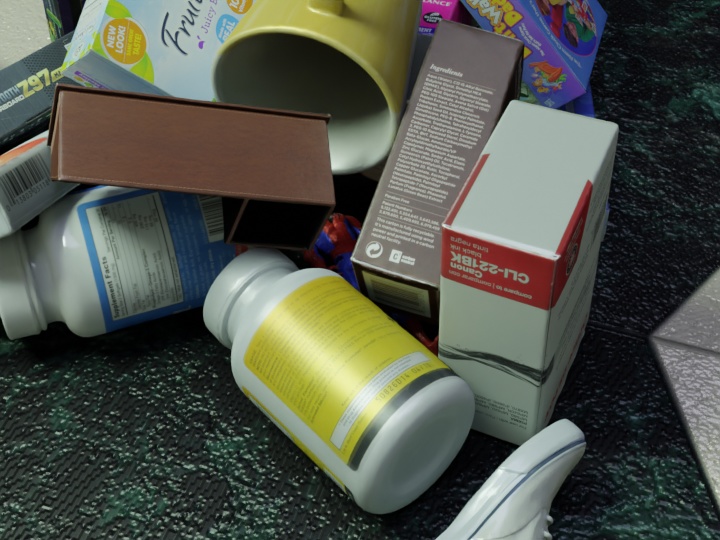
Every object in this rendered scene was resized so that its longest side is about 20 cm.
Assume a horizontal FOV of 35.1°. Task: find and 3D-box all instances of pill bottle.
[{"bbox_3d":[-0.185,-0.013,0.890,0.197,0.113,0.113,-15,49,-13],"label":"pill bottle"},{"bbox_3d":[-0.022,0.070,0.815,0.111,0.113,0.200,-33,56,-28],"label":"pill bottle"}]

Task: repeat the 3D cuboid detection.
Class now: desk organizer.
[{"bbox_3d":[-0.120,-0.070,0.814,0.197,0.072,0.078,4,59,-20],"label":"desk organizer"}]

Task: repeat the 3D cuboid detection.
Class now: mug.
[{"bbox_3d":[-0.009,-0.186,0.869,0.149,0.186,0.155,36,54,-22],"label":"mug"}]

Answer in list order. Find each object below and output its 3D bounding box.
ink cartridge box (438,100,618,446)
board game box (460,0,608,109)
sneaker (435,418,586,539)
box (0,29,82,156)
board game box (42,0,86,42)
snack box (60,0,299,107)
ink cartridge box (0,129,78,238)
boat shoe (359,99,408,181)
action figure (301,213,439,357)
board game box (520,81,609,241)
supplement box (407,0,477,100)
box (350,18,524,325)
[{"bbox_3d":[0.117,0.006,0.819,0.083,0.202,0.145,16,48,19],"label":"ink cartridge box"},{"bbox_3d":[0.141,-0.262,1.029,0.044,0.200,0.135,-25,27,38],"label":"board game box"},{"bbox_3d":[0.094,0.184,0.748,0.071,0.073,0.200,38,66,19],"label":"sneaker"},{"bbox_3d":[-0.301,-0.118,0.955,0.199,0.157,0.051,-39,94,-33],"label":"box"},{"bbox_3d":[-0.204,-0.271,1.094,0.198,0.167,0.057,-23,50,-23],"label":"board game box"},{"bbox_3d":[-0.130,-0.215,0.928,0.167,0.067,0.203,27,65,-30],"label":"snack box"},{"bbox_3d":[-0.306,-0.052,0.876,0.198,0.051,0.162,-14,20,24],"label":"ink cartridge box"},{"bbox_3d":[0.089,-0.102,0.949,0.197,0.070,0.074,8,48,7],"label":"boat shoe"},{"bbox_3d":[0.000,0.000,0.928,0.065,0.052,0.201,-25,50,-16],"label":"action figure"},{"bbox_3d":[0.116,-0.113,1.037,0.196,0.041,0.202,2,46,1],"label":"board game box"},{"bbox_3d":[0.049,-0.236,1.055,0.100,0.104,0.201,11,45,11],"label":"supplement box"},{"bbox_3d":[0.061,-0.071,0.853,0.074,0.100,0.202,16,74,10],"label":"box"}]
